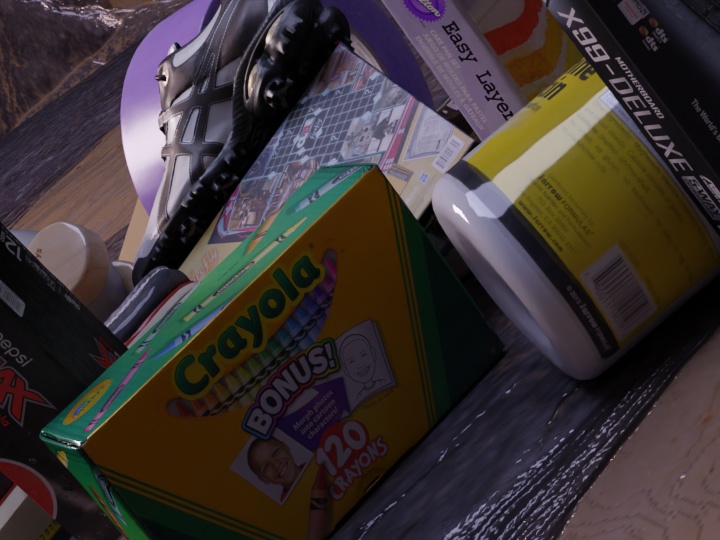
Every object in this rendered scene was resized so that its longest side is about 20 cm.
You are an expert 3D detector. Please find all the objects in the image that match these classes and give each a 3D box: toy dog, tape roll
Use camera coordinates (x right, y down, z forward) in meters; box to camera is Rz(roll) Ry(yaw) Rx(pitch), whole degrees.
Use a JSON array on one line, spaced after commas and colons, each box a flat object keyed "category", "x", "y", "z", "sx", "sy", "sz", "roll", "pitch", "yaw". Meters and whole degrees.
[{"category": "toy dog", "x": -0.211, "y": 0.022, "z": 1.182, "sx": 0.199, "sy": 0.131, "sz": 0.097, "roll": 2, "pitch": 70, "yaw": 50}, {"category": "tape roll", "x": -0.049, "y": -0.089, "z": 1.270, "sx": 0.085, "sy": 0.201, "sz": 0.200, "roll": -22, "pitch": 22, "yaw": 46}]

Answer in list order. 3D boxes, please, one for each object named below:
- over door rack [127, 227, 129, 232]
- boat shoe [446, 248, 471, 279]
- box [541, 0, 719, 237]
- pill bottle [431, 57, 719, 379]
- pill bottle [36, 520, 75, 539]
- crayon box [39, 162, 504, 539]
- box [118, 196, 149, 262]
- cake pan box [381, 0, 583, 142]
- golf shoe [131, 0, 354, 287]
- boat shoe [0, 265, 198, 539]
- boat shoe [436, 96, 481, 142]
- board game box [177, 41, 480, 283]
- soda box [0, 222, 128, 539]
[{"category": "over door rack", "x": -0.108, "y": -0.045, "z": 1.559, "sx": 0.147, "sy": 0.067, "sz": 0.200, "roll": -22, "pitch": 22, "yaw": 47}, {"category": "boat shoe", "x": 0.000, "y": 0.000, "z": 1.130, "sx": 0.200, "sy": 0.073, "sz": 0.074, "roll": -41, "pitch": 14, "yaw": -11}, {"category": "box", "x": 0.170, "y": -0.110, "z": 0.788, "sx": 0.157, "sy": 0.201, "sz": 0.050, "roll": -40, "pitch": 10, "yaw": -9}, {"category": "pill bottle", "x": 0.137, "y": -0.054, "z": 0.873, "sx": 0.200, "sy": 0.112, "sz": 0.112, "roll": -39, "pitch": 14, "yaw": -4}, {"category": "pill bottle", "x": -0.257, "y": 0.110, "z": 1.172, "sx": 0.111, "sy": 0.201, "sz": 0.111, "roll": -35, "pitch": 15, "yaw": 11}, {"category": "crayon box", "x": -0.039, "y": 0.057, "z": 0.949, "sx": 0.200, "sy": 0.119, "sz": 0.058, "roll": -44, "pitch": 21, "yaw": -21}, {"category": "box", "x": -0.093, "y": -0.043, "z": 1.434, "sx": 0.199, "sy": 0.021, "sz": 0.165, "roll": -17, "pitch": 46, "yaw": 35}, {"category": "cake pan box", "x": 0.117, "y": -0.134, "z": 1.029, "sx": 0.052, "sy": 0.185, "sz": 0.200, "roll": -15, "pitch": 26, "yaw": 48}, {"category": "golf shoe", "x": -0.083, "y": -0.076, "z": 1.144, "sx": 0.094, "sy": 0.078, "sz": 0.201, "roll": 36, "pitch": 99, "yaw": 34}, {"category": "boat shoe", "x": -0.159, "y": 0.069, "z": 1.064, "sx": 0.200, "sy": 0.063, "sz": 0.071, "roll": -50, "pitch": -21, "yaw": 15}, {"category": "boat shoe", "x": 0.056, "y": -0.061, "z": 1.223, "sx": 0.202, "sy": 0.075, "sz": 0.075, "roll": -44, "pitch": -9, "yaw": -14}, {"category": "board game box", "x": -0.025, "y": -0.009, "z": 1.070, "sx": 0.201, "sy": 0.035, "sz": 0.135, "roll": -54, "pitch": 44, "yaw": 5}, {"category": "soda box", "x": -0.139, "y": 0.074, "z": 0.980, "sx": 0.070, "sy": 0.200, "sz": 0.064, "roll": -34, "pitch": 28, "yaw": 17}]
